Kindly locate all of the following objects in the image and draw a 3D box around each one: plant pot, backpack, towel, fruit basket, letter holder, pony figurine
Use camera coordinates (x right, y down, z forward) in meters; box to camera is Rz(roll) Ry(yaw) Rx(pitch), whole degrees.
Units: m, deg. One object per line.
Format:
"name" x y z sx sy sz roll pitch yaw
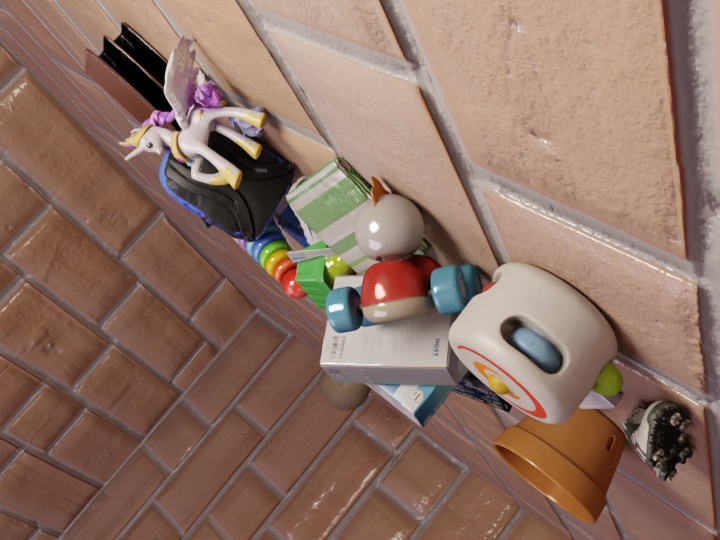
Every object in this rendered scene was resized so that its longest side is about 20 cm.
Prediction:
"plant pot" -0.029 0.371 2.787 0.187 0.187 0.200 40 155 1
"backpack" -0.245 -0.156 1.387 0.199 0.163 0.168 30 172 -20
"plant pot" 0.337 0.294 1.325 0.200 0.140 0.200 38 169 9
"towel" -0.008 -0.071 1.219 0.200 0.023 0.152 43 140 -16
"fruit basket" 0.000 0.000 1.373 0.199 0.094 0.185 -13 145 18
"letter holder" -0.368 -0.327 1.400 0.200 0.101 0.142 43 166 -12
"pony figurine" -0.246 -0.227 1.226 0.199 0.194 0.167 20 169 6

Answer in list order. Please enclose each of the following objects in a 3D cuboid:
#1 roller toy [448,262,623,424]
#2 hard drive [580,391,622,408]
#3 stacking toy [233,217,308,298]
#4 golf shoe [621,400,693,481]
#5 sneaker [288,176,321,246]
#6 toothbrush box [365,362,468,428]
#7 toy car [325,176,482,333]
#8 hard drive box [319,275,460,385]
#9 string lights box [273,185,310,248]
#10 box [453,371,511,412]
"roller toy" 0.205 0.094 0.999 0.183 0.140 0.200 49 167 -34
"hard drive" 0.277 0.130 1.190 0.200 0.026 0.132 41 169 2
"stacking toy" -0.153 -0.022 1.469 0.200 0.085 0.085 51 176 32
"golf shoe" 0.378 0.213 1.059 0.088 0.077 0.200 41 171 36
"sneaker" -0.050 -0.076 1.383 0.080 0.077 0.200 20 160 36
"toothbrush box" 0.101 0.125 1.309 0.146 0.200 0.085 36 167 27
"toy car" 0.051 -0.031 1.106 0.177 0.183 0.201 -4 -97 -69
"hard drive box" 0.052 0.090 1.239 0.199 0.157 0.077 -1 151 20
"string lights box" -0.087 -0.072 1.538 0.200 0.059 0.103 42 169 -3
"box" 0.191 0.196 1.537 0.199 0.046 0.159 18 162 24
